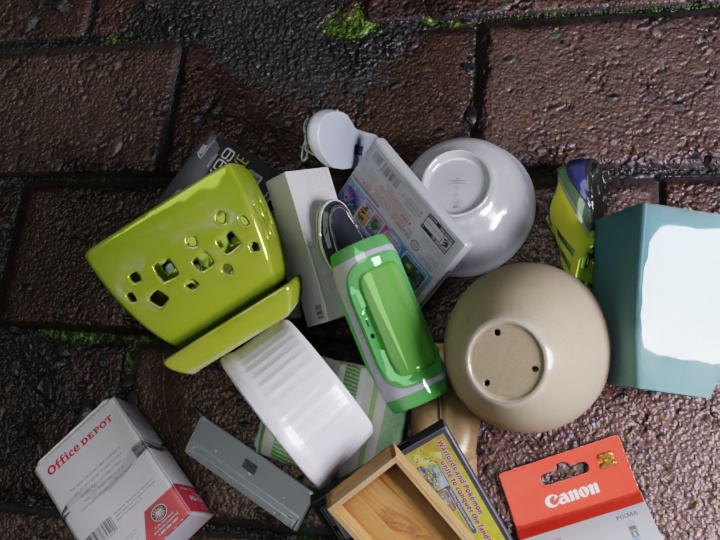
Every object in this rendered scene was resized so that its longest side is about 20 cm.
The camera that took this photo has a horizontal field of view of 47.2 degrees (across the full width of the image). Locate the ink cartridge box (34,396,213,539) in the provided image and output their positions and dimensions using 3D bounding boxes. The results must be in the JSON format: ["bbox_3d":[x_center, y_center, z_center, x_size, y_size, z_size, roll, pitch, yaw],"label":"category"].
[{"bbox_3d":[-0.316,0.295,1.100,0.147,0.083,0.200,-42,67,-2],"label":"ink cartridge box"}]

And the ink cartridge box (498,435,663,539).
[{"bbox_3d":[0.264,0.311,0.958,0.158,0.047,0.203,-20,70,8],"label":"ink cartridge box"}]

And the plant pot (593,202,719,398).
[{"bbox_3d":[0.356,0.041,0.962,0.139,0.141,0.203,8,85,-5],"label":"plant pot"}]

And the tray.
[{"bbox_3d":[0.061,0.300,0.932,0.098,0.037,0.201,-38,104,6],"label":"tray"}]

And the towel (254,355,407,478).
[{"bbox_3d":[-0.035,0.193,1.094,0.197,0.023,0.155,10,76,16],"label":"towel"}]

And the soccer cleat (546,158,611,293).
[{"bbox_3d":[0.280,-0.047,1.078,0.083,0.064,0.203,-6,72,45],"label":"soccer cleat"}]

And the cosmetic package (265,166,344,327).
[{"bbox_3d":[-0.058,-0.033,1.106,0.050,0.082,0.203,-20,85,46],"label":"cosmetic package"}]

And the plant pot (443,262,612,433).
[{"bbox_3d":[0.176,0.094,0.930,0.197,0.134,0.204,1,92,23],"label":"plant pot"}]

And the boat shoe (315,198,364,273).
[{"bbox_3d":[0.000,0.000,1.071,0.062,0.074,0.203,-21,87,49],"label":"boat shoe"}]

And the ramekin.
[{"bbox_3d":[-0.073,0.156,1.001,0.097,0.201,0.201,-39,66,-9],"label":"ramekin"}]

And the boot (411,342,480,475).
[{"bbox_3d":[0.071,0.194,1.034,0.172,0.066,0.203,3,73,-8],"label":"boot"}]

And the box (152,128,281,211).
[{"bbox_3d":[-0.216,-0.087,1.219,0.157,0.050,0.201,34,84,21],"label":"box"}]

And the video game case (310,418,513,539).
[{"bbox_3d":[0.067,0.300,0.964,0.179,0.026,0.202,-30,105,3],"label":"video game case"}]

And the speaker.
[{"bbox_3d":[0.034,0.063,0.987,0.087,0.088,0.203,-23,85,6],"label":"speaker"}]

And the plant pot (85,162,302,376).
[{"bbox_3d":[-0.180,0.003,0.995,0.198,0.199,0.183,-30,93,2],"label":"plant pot"}]

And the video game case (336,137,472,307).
[{"bbox_3d":[0.035,-0.042,1.102,0.201,0.024,0.183,52,124,23],"label":"video game case"}]

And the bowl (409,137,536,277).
[{"bbox_3d":[0.134,-0.101,1.109,0.198,0.090,0.204,-5,70,14],"label":"bowl"}]

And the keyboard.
[{"bbox_3d":[-0.151,0.269,1.101,0.198,0.011,0.057,29,88,21],"label":"keyboard"}]

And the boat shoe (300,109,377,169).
[{"bbox_3d":[-0.046,-0.182,1.128,0.085,0.201,0.076,14,97,21],"label":"boat shoe"}]

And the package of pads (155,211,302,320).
[{"bbox_3d":[-0.187,0.003,1.128,0.197,0.068,0.157,-9,87,-6],"label":"package of pads"}]
